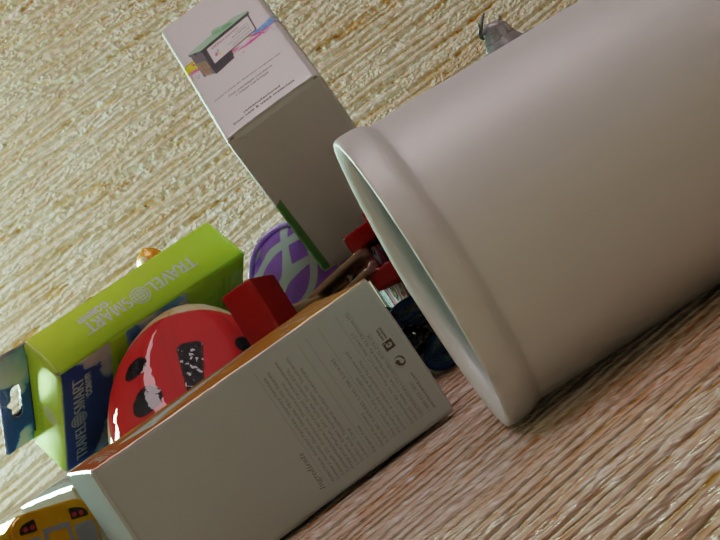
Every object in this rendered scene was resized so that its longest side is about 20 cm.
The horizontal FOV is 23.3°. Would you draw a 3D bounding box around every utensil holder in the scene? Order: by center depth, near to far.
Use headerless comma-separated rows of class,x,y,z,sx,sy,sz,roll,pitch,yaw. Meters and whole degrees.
utensil holder,0.113,-0.045,0.889,0.200,0.170,0.170,-32,3,-4

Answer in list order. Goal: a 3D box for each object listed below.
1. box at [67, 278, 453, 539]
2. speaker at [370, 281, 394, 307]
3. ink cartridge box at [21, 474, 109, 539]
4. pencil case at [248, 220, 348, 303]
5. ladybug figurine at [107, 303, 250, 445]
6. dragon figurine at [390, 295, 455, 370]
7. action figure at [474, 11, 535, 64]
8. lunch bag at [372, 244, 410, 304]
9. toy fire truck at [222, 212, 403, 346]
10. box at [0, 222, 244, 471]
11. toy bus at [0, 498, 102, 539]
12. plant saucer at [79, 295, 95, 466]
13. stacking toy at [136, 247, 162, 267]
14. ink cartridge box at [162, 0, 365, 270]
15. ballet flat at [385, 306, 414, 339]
box,-0.064,0.105,1.057,0.200,0.098,0.124,-35,3,-17
speaker,0.106,-0.029,1.614,0.200,0.081,0.081,-34,3,-6
ink cartridge box,-0.136,0.147,1.297,0.200,0.084,0.146,-34,3,-29
pencil case,-0.045,0.002,1.437,0.086,0.084,0.200,-57,-6,1
ladybug figurine,-0.107,0.092,1.184,0.135,0.072,0.200,-13,41,-7
dragon figurine,0.063,0.032,1.236,0.099,0.059,0.200,-36,3,-34
action figure,0.132,-0.107,1.355,0.130,0.201,0.069,-32,14,-38
lunch bag,0.039,-0.034,1.434,0.082,0.176,0.200,-34,3,-7
toy fire truck,0.000,0.000,1.223,0.141,0.049,0.200,-36,-10,17
box,-0.174,0.062,1.293,0.200,0.048,0.122,-35,-30,-30
toy bus,-0.244,0.220,1.217,0.065,0.079,0.200,-15,-9,-35
plant saucer,-0.192,0.118,1.442,0.032,0.201,0.200,-9,7,10
stacking toy,-0.138,0.066,1.533,0.110,0.200,0.116,-35,4,-27
ink cartridge box,-0.059,-0.116,1.319,0.084,0.145,0.200,-35,36,2
ballet flat,-0.006,0.064,1.411,0.073,0.073,0.200,-35,3,-20
